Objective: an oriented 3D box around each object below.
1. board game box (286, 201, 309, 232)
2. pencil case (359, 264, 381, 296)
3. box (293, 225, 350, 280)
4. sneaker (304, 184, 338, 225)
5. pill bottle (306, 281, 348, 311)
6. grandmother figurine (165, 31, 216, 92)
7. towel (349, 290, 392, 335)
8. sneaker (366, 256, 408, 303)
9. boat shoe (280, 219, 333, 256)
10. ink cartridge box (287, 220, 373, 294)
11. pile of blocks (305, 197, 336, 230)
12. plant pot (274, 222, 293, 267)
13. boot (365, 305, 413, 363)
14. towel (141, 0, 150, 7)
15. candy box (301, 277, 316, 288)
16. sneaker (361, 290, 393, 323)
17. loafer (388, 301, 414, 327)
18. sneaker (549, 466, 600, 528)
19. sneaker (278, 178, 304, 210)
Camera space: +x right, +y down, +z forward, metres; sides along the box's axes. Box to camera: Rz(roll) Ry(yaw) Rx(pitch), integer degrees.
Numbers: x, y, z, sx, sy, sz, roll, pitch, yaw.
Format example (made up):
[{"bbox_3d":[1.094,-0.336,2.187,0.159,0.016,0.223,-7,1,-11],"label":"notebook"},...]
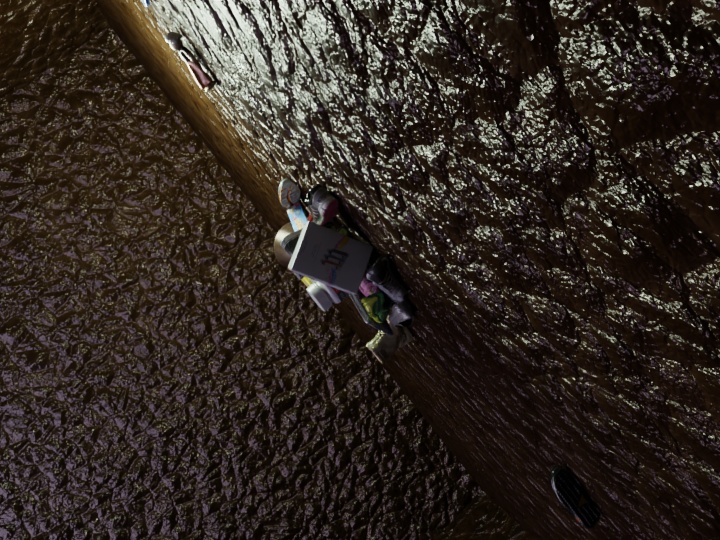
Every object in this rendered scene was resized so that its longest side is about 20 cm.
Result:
[{"bbox_3d":[-0.155,-0.110,1.842,0.196,0.056,0.201,49,-172,-36],"label":"board game box"},{"bbox_3d":[0.000,0.000,1.668,0.201,0.086,0.083,51,147,3],"label":"pencil case"},{"bbox_3d":[-0.120,-0.053,1.664,0.035,0.200,0.110,49,171,2],"label":"box"},{"bbox_3d":[-0.112,-0.186,1.524,0.088,0.073,0.200,52,168,5],"label":"sneaker"},{"bbox_3d":[-0.070,0.033,1.759,0.114,0.200,0.114,47,170,11],"label":"pill bottle"},{"bbox_3d":[-0.545,-0.671,1.737,0.201,0.061,0.121,51,162,-18],"label":"grandmother figurine"},{"bbox_3d":[0.034,0.128,1.731,0.148,0.024,0.200,60,-167,30],"label":"towel"},{"bbox_3d":[0.084,0.033,1.464,0.115,0.075,0.200,43,179,14],"label":"sneaker"},{"bbox_3d":[-0.149,-0.100,1.655,0.064,0.199,0.071,44,146,20],"label":"boat shoe"},{"bbox_3d":[-0.086,-0.033,1.533,0.198,0.146,0.145,22,176,-11],"label":"ink cartridge box"},{"bbox_3d":[-0.138,-0.163,1.748,0.082,0.062,0.201,40,165,47],"label":"pile of blocks"},{"bbox_3d":[-0.207,-0.085,2.110,0.199,0.187,0.188,15,147,49],"label":"plant pot"},{"bbox_3d":[0.076,0.208,1.875,0.201,0.155,0.073,57,170,-23],"label":"boot"},{"bbox_3d":[-0.739,-0.945,1.703,0.200,0.024,0.147,50,169,-7],"label":"towel"},{"bbox_3d":[-0.106,0.007,1.867,0.102,0.198,0.027,38,140,47],"label":"candy box"},{"bbox_3d":[0.064,0.105,1.605,0.075,0.083,0.200,63,-172,14],"label":"sneaker"},{"bbox_3d":[0.128,0.146,1.661,0.070,0.069,0.200,56,172,17],"label":"loafer"},{"bbox_3d":[0.533,0.577,1.404,0.201,0.070,0.090,51,168,-14],"label":"sneaker"},{"bbox_3d":[-0.247,-0.259,1.872,0.078,0.078,0.200,60,171,22],"label":"sneaker"}]
